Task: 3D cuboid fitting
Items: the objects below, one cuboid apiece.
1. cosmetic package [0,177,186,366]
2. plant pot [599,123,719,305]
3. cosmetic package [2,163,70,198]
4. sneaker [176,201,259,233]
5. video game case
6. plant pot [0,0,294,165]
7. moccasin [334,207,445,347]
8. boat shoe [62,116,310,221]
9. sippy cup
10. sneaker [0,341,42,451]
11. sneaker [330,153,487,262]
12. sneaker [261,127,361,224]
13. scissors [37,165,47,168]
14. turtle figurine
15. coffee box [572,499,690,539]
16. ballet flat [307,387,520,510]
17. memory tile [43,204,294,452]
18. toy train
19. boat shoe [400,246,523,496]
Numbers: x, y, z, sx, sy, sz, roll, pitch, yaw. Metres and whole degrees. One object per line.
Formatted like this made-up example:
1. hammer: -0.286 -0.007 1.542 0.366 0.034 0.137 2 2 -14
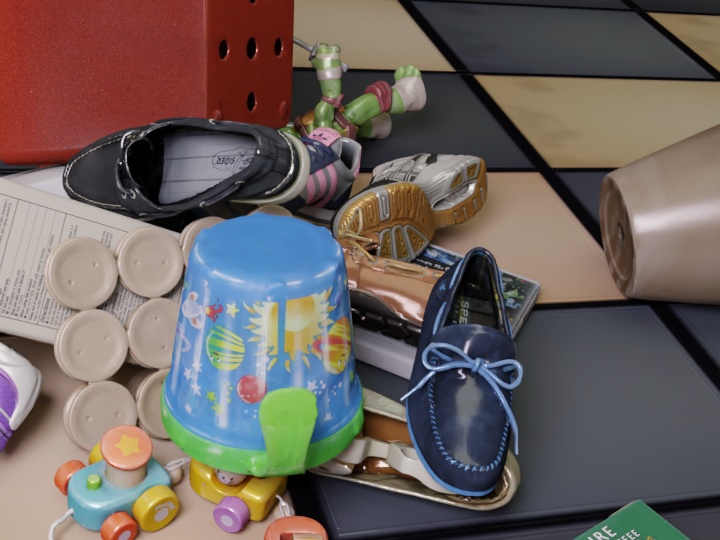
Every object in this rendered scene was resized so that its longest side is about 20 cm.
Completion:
1. cosmetic package: -0.226 -0.001 0.803 0.200 0.105 0.071 20 -10 -34
2. plant pot: 0.321 -0.046 1.055 0.173 0.200 0.200 -10 35 -3
3. cosmetic package: -0.286 -0.027 0.886 0.200 0.081 0.113 -23 17 -38
4. sneaker: -0.149 -0.071 1.046 0.072 0.072 0.200 -43 33 1
5. video game case: 0.038 0.027 0.989 0.200 0.023 0.182 20 34 15
6. plant pot: -0.162 -0.185 0.931 0.176 0.200 0.200 10 15 24
7. moccasin: 0.000 -0.001 0.913 0.201 0.074 0.078 18 68 13
8. boat shoe: -0.139 -0.074 0.809 0.199 0.075 0.066 4 -5 23
9. sippy cup: -0.061 0.039 0.733 0.178 0.131 0.140 28 37 34
10. sneaker: -0.316 0.075 0.764 0.200 0.081 0.084 10 60 16
11. sneaker: 0.030 -0.059 1.048 0.088 0.076 0.200 16 26 38
12. sneaker: -0.056 -0.091 0.981 0.070 0.082 0.200 31 9 14
13. scissors: -0.304 -0.086 1.068 0.073 0.014 0.200 31 39 24
14. turtle figurine: -0.043 -0.185 1.177 0.194 0.144 0.200 -17 46 -42
15. coffee box: 0.207 0.236 0.701 0.123 0.044 0.200 -20 44 -39
16. ballet flat: 0.016 0.120 0.789 0.200 0.068 0.062 12 4 1
17. memory tile: -0.124 0.039 0.819 0.200 0.154 0.017 -12 7 -34
18. toy train: -0.102 0.153 0.723 0.200 0.056 0.150 7 33 -8
19. boat shoe: 0.068 0.060 0.788 0.084 0.069 0.200 9 41 -12
